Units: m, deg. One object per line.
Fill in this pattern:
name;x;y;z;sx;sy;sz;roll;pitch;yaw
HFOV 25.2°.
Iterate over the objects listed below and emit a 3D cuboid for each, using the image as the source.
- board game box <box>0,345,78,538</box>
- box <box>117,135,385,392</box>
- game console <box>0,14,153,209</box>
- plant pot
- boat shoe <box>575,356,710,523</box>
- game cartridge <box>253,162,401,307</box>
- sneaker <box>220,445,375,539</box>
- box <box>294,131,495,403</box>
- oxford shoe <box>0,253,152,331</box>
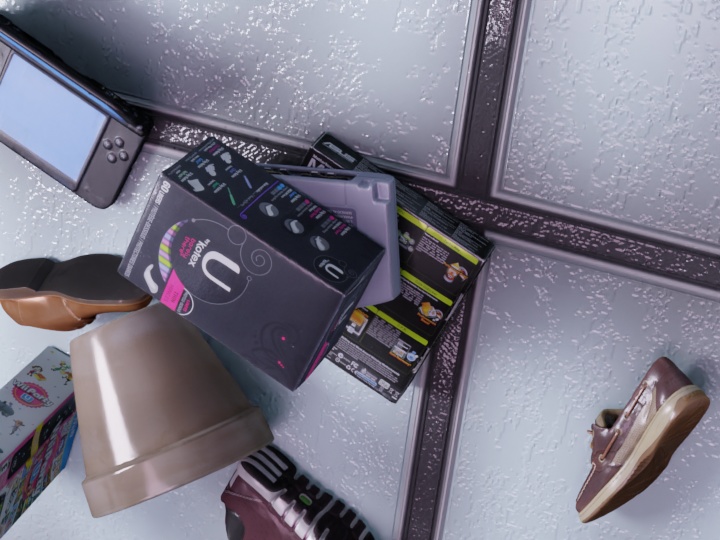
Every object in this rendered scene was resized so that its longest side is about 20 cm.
board game box;-0.367;0.193;1.696;0.064;0.200;0.149;26;122;7
box;-0.099;-0.008;1.462;0.199;0.106;0.123;32;122;7
game console;-0.313;-0.157;1.556;0.199;0.116;0.177;34;121;3
plant pot;-0.210;0.131;1.630;0.198;0.199;0.175;-24;88;29
boat shoe;0.253;0.160;1.529;0.072;0.072;0.201;53;138;26
game cartridge;-0.057;-0.031;1.516;0.198;0.041;0.135;6;111;21
sneaker;-0.069;0.285;1.709;0.200;0.076;0.116;45;127;8
box;0.000;0.000;1.553;0.199;0.048;0.194;33;119;5
oxford shoe;-0.289;0.029;1.672;0.198;0.072;0.072;1;127;31
